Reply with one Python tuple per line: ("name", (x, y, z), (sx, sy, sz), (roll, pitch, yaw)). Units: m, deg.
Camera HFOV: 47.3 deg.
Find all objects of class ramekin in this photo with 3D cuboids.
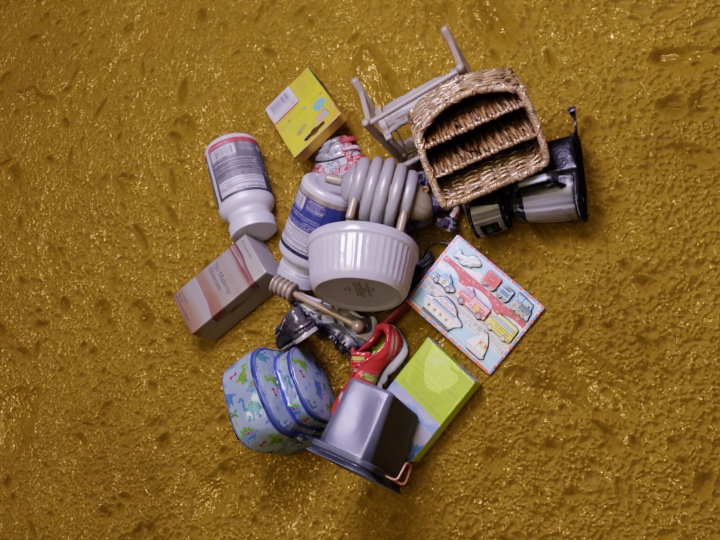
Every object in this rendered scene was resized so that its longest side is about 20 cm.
("ramekin", (0.000, 0.000, 1.426), (0.199, 0.202, 0.096), (-4, 65, 23))

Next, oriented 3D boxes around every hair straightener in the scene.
("hair straightener", (0.095, 0.010, 1.495), (0.200, 0.041, 0.077), (-46, 62, 12))

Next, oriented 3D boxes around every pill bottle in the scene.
("pill bottle", (-0.237, -0.162, 1.649), (0.115, 0.116, 0.203), (-24, 69, 17))
("pill bottle", (-0.087, -0.070, 1.538), (0.111, 0.110, 0.202), (35, 116, 27))

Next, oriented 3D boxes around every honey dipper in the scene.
("honey dipper", (-0.079, 0.065, 1.491), (0.198, 0.038, 0.038), (27, 89, 23))

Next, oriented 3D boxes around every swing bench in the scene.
("swing bench", (0.121, -0.282, 1.460), (0.197, 0.200, 0.131), (-27, 47, 17))

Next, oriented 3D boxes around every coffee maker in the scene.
("coffee maker", (0.283, -0.160, 1.419), (0.197, 0.135, 0.194), (-7, 48, 22))

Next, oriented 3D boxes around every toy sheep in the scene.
("toy sheep", (0.032, -0.132, 1.433), (0.197, 0.138, 0.140), (16, 83, -3))

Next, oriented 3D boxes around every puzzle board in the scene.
("puzzle board", (0.197, 0.058, 1.433), (0.200, 0.017, 0.151), (41, 95, 17))

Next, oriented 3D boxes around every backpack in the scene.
("backpack", (-0.141, 0.223, 1.458), (0.146, 0.199, 0.185), (-31, 66, 20))

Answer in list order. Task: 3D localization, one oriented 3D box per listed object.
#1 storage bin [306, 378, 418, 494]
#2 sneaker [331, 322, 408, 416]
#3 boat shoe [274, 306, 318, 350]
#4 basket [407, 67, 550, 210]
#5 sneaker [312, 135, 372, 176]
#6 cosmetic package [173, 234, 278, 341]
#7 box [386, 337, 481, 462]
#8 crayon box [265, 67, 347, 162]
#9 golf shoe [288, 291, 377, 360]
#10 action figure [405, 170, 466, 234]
("storage bin", (0.025, 0.269, 1.335), (0.144, 0.200, 0.136), (17, 75, 27))
("sneaker", (0.001, 0.177, 1.449), (0.076, 0.085, 0.201), (12, 61, 47))
("boat shoe", (-0.123, 0.103, 1.499), (0.066, 0.200, 0.058), (-30, 89, -19))
("basket", (0.186, -0.222, 1.325), (0.197, 0.144, 0.150), (-21, 42, 9))
("sneaker", (-0.003, -0.205, 1.579), (0.198, 0.067, 0.110), (1, 80, 27))
("cosmetic package", (-0.258, 0.035, 1.626), (0.199, 0.087, 0.104), (-40, 64, 11))
("box", (0.103, 0.234, 1.434), (0.122, 0.048, 0.201), (42, 97, 28))
("crayon box", (-0.104, -0.300, 1.622), (0.127, 0.051, 0.201), (-41, 42, 11))
("golf shoe", (-0.052, 0.081, 1.539), (0.199, 0.078, 0.095), (35, 74, 26))
("action figure", (0.119, -0.108, 1.501), (0.199, 0.069, 0.131), (-33, 57, 9))
